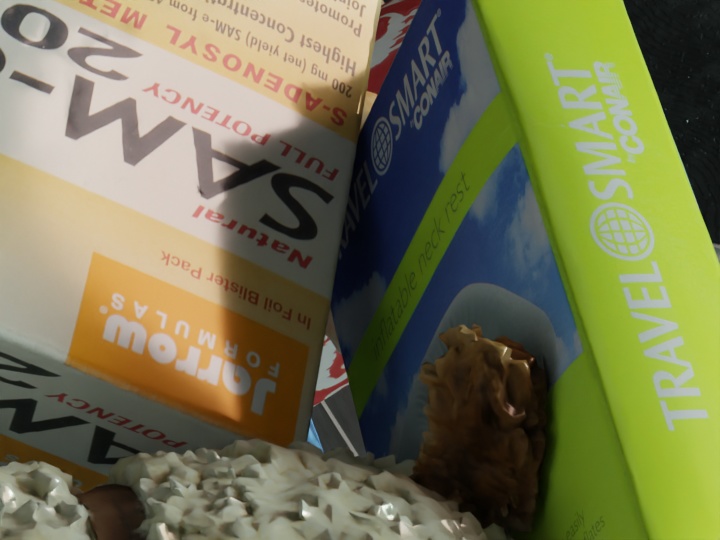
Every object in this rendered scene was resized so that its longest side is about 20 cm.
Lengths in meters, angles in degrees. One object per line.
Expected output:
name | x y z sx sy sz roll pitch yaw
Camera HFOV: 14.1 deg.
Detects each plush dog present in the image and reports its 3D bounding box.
plush dog | -0.050 0.088 0.628 0.200 0.171 0.161 -130 -133 -62

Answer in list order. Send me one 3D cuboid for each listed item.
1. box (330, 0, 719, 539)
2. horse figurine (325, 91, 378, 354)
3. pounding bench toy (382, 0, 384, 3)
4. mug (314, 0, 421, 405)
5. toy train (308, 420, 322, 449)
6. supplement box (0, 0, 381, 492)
box | 0.040 0.017 0.701 0.122 0.047 0.201 117 -34 -48
horse figurine | 0.000 0.000 0.881 0.200 0.050 0.133 76 -7 -67
pounding bench toy | 0.017 -0.115 2.463 0.155 0.200 0.125 4 48 -45
mug | -0.039 -0.030 1.072 0.178 0.199 0.133 64 7 22
toy train | -0.079 -0.014 0.928 0.114 0.086 0.201 67 -1 -52
supplement box | -0.067 -0.046 0.740 0.125 0.073 0.201 23 56 -21
